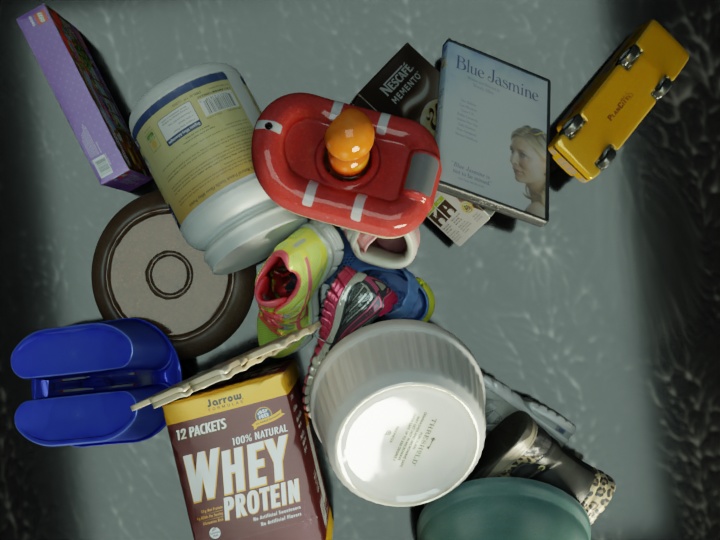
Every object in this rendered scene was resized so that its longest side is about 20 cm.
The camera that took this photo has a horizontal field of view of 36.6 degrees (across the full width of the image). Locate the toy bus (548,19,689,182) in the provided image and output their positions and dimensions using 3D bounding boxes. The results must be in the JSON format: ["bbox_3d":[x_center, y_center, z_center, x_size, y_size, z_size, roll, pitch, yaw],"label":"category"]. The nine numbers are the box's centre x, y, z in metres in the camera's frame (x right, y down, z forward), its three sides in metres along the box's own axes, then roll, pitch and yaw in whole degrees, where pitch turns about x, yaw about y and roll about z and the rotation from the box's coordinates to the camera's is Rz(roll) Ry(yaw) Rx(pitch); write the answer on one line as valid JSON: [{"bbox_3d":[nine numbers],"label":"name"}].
[{"bbox_3d":[0.291,-0.193,1.251,0.065,0.078,0.201,41,80,-8],"label":"toy bus"}]

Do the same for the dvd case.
[{"bbox_3d":[0.150,-0.156,1.222,0.141,0.018,0.203,17,58,-18],"label":"dvd case"}]

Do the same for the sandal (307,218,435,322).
[{"bbox_3d":[0.000,0.000,1.262,0.198,0.087,0.080,27,92,1],"label":"sandal"}]

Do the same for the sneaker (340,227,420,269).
[{"bbox_3d":[-0.006,-0.081,1.194,0.075,0.105,0.200,-40,106,14],"label":"sneaker"}]

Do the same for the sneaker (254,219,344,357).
[{"bbox_3d":[-0.090,0.028,1.221,0.078,0.090,0.202,40,133,22],"label":"sneaker"}]

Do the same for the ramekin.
[{"bbox_3d":[0.045,0.162,1.175,0.199,0.095,0.205,-2,117,-4],"label":"ramekin"}]

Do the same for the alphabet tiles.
[{"bbox_3d":[-0.138,0.103,1.142,0.193,0.200,0.015,-25,89,18],"label":"alphabet tiles"}]

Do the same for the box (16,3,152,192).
[{"bbox_3d":[-0.307,-0.189,1.229,0.039,0.137,0.202,-27,91,0],"label":"box"}]

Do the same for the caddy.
[{"bbox_3d":[-0.301,0.129,1.245,0.197,0.105,0.144,-7,85,17],"label":"caddy"}]

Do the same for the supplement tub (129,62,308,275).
[{"bbox_3d":[-0.156,-0.112,1.215,0.143,0.144,0.202,-28,81,-1],"label":"supplement tub"}]

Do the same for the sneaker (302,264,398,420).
[{"bbox_3d":[-0.015,0.097,1.225,0.074,0.081,0.202,20,122,12],"label":"sneaker"}]

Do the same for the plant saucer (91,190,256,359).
[{"bbox_3d":[-0.222,0.005,1.284,0.197,0.034,0.204,0,90,-2],"label":"plant saucer"}]

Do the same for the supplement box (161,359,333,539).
[{"bbox_3d":[-0.117,0.218,1.205,0.131,0.197,0.203,-14,90,0],"label":"supplement box"}]

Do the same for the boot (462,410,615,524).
[{"bbox_3d":[0.181,0.260,1.255,0.149,0.074,0.201,31,120,-16],"label":"boot"}]

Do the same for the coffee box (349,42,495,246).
[{"bbox_3d":[0.083,-0.144,1.243,0.200,0.080,0.113,42,56,-2],"label":"coffee box"}]

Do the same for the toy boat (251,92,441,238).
[{"bbox_3d":[-0.014,-0.121,1.107,0.197,0.131,0.132,14,70,4],"label":"toy boat"}]

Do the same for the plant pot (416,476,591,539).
[{"bbox_3d":[0.157,0.341,1.192,0.197,0.135,0.202,3,133,3],"label":"plant pot"}]

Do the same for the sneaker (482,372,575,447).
[{"bbox_3d":[0.151,0.170,1.269,0.198,0.075,0.083,28,88,-2],"label":"sneaker"}]
